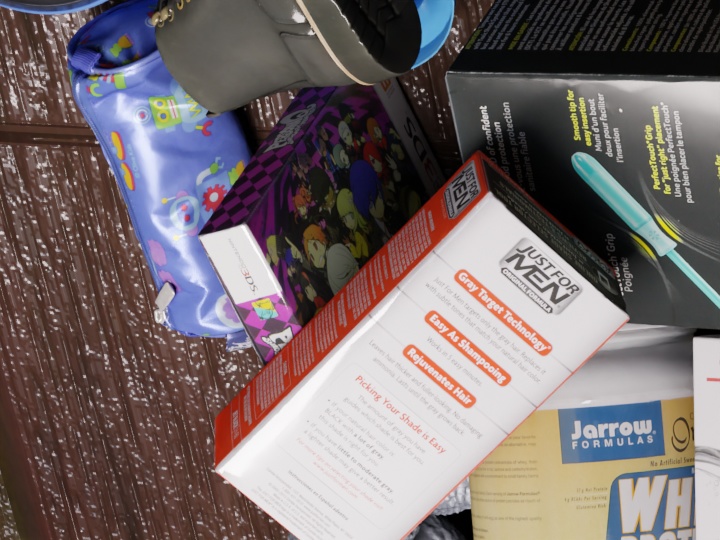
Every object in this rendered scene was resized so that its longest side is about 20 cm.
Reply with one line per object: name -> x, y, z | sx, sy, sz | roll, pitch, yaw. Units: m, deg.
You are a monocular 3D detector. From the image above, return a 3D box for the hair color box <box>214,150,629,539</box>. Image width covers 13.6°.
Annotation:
hair color box -> 0.028, 0.050, 1.505 | 0.101, 0.061, 0.200 | 41, 106, -18

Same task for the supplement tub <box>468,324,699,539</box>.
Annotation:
supplement tub -> 0.130, 0.113, 1.632 | 0.144, 0.144, 0.202 | -5, 90, 29

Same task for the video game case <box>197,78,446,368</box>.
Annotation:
video game case -> 0.000, 0.000, 1.619 | 0.036, 0.200, 0.182 | -14, 116, 31

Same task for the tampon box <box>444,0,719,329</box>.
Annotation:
tampon box -> 0.166, -0.066, 1.537 | 0.199, 0.126, 0.151 | 3, 124, 25

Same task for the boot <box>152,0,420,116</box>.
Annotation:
boot -> -0.076, -0.167, 1.548 | 0.138, 0.078, 0.201 | -14, 115, 38

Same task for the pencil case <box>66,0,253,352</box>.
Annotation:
pencil case -> -0.104, -0.053, 1.707 | 0.078, 0.087, 0.201 | 20, 135, 51

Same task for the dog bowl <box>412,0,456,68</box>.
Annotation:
dog bowl -> 0.000, -0.201, 1.573 | 0.111, 0.050, 0.201 | 6, 125, 22

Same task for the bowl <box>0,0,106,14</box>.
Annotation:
bowl -> -0.186, -0.230, 1.650 | 0.199, 0.039, 0.202 | 13, 128, 17

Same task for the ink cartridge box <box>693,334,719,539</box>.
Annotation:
ink cartridge box -> 0.233, 0.092, 1.547 | 0.115, 0.066, 0.202 | 0, 92, 45

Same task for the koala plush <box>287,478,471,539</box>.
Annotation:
koala plush -> 0.070, 0.207, 1.770 | 0.199, 0.185, 0.177 | 18, 152, -20
